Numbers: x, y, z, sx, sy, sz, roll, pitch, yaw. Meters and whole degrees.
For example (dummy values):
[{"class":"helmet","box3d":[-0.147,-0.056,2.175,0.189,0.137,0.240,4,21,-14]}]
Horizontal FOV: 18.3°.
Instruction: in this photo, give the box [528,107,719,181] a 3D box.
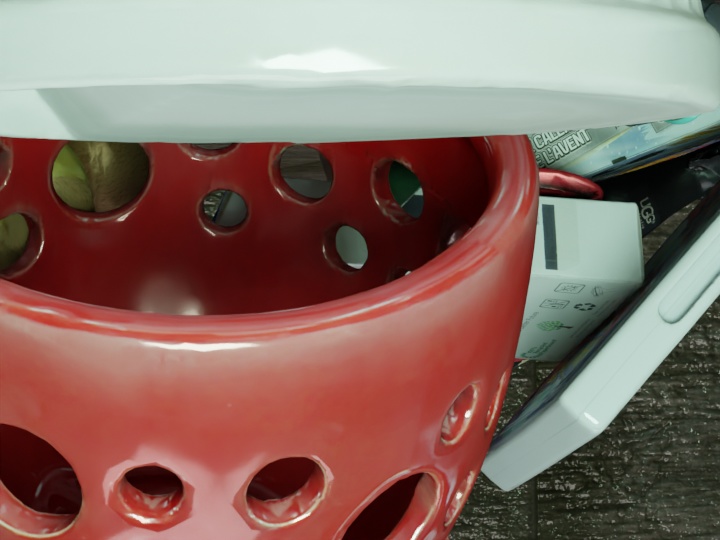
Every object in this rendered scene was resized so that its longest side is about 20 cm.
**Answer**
[{"class":"box","box3d":[0.149,-0.077,0.965,0.137,0.040,0.200,-22,178,30]}]

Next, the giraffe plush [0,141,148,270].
[{"class":"giraffe plush","box3d":[-0.145,-0.044,0.844,0.172,0.201,0.162,-30,170,29]}]

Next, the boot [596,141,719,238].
[{"class":"boot","box3d":[0.158,-0.085,1.166,0.162,0.074,0.198,-23,-144,-4]}]

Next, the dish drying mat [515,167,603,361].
[{"class":"dish drying mat","box3d":[0.054,0.003,0.956,0.076,0.018,0.200,0,158,-3]}]

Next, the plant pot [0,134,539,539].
[{"class":"plant pot","box3d":[-0.056,0.035,0.666,0.200,0.183,0.201,5,-146,-4]}]

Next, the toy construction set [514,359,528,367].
[{"class":"toy construction set","box3d":[0.048,-0.025,1.096,0.131,0.200,0.092,29,-129,34]}]

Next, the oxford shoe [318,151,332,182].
[{"class":"oxford shoe","box3d":[0.063,-0.100,0.987,0.199,0.071,0.071,-18,170,-27]}]

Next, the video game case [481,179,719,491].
[{"class":"video game case","box3d":[0.125,0.005,0.886,0.023,0.182,0.200,42,167,4]}]

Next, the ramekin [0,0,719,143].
[{"class":"ramekin","box3d":[-0.017,-0.082,0.519,0.201,0.095,0.202,-1,180,0]}]

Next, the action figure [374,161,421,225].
[{"class":"action figure","box3d":[0.004,-0.078,0.823,0.055,0.119,0.200,21,179,-6]}]

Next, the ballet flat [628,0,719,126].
[{"class":"ballet flat","box3d":[0.072,-0.099,0.841,0.073,0.073,0.200,-1,-169,-17]}]

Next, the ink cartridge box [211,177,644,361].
[{"class":"ink cartridge box","box3d":[0.000,0.000,0.866,0.199,0.039,0.099,3,160,-15]}]
